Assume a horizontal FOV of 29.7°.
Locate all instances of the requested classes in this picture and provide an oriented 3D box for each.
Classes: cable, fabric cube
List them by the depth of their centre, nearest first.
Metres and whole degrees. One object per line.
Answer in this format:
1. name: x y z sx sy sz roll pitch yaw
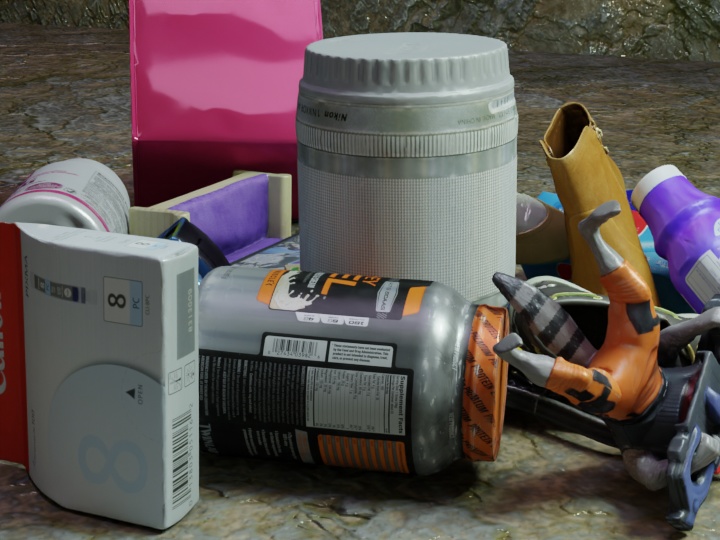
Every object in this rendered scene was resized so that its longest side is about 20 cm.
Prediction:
1. cable: 0.117 0.077 0.950 0.096 0.051 0.199 3 10 -43
2. fabric cube: -0.144 -0.176 1.436 0.196 0.199 0.200 -2 -22 -9

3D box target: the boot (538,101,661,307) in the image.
1. boot: 0.181 -0.029 1.072 0.070 0.145 0.203 -17 37 19

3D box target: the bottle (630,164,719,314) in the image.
1. bottle: 0.284 0.002 1.049 0.083 0.066 0.201 -5 48 -36

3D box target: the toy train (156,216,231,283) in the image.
1. toy train: -0.149 0.037 0.945 0.114 0.087 0.200 -40 11 11

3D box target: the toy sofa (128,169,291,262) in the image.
1. toy sofa: -0.124 -0.035 1.275 0.096 0.084 0.200 7 17 25

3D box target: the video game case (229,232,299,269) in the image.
1. video game case: 0.000 0.000 1.201 0.197 0.026 0.180 9 19 27

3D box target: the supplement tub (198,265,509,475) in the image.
1. supplement tub: -0.007 0.064 0.867 0.197 0.125 0.123 5 16 10

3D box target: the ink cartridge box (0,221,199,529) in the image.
1. ink cartridge box: -0.191 0.056 0.815 0.197 0.163 0.047 7 15 20

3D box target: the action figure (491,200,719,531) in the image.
1. action figure: 0.179 0.049 0.846 0.104 0.194 0.201 -12 37 49

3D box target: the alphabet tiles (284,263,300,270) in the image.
1. alphabet tiles: 0.014 0.015 1.089 0.197 0.006 0.167 -4 16 -10

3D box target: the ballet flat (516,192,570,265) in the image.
1. ballet flat: 0.099 -0.043 1.177 0.197 0.064 0.069 1 41 12

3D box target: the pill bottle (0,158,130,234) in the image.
1. pill bottle: -0.263 -0.033 1.205 0.111 0.115 0.200 0 15 -3

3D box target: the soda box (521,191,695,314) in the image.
1. soda box: 0.232 -0.010 1.197 0.198 0.068 0.064 16 57 43

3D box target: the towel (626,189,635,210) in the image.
1. towel: 0.262 -0.048 1.407 0.198 0.050 0.147 -9 18 -32

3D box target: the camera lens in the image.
1. camera lens: 0.033 -0.060 0.971 0.157 0.203 0.160 -1 16 0

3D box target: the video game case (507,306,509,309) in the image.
1. video game case: 0.051 0.011 1.245 0.141 0.018 0.200 0 16 -7

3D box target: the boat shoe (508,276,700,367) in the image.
1. boat shoe: 0.199 0.060 0.938 0.198 0.073 0.061 17 10 -4
